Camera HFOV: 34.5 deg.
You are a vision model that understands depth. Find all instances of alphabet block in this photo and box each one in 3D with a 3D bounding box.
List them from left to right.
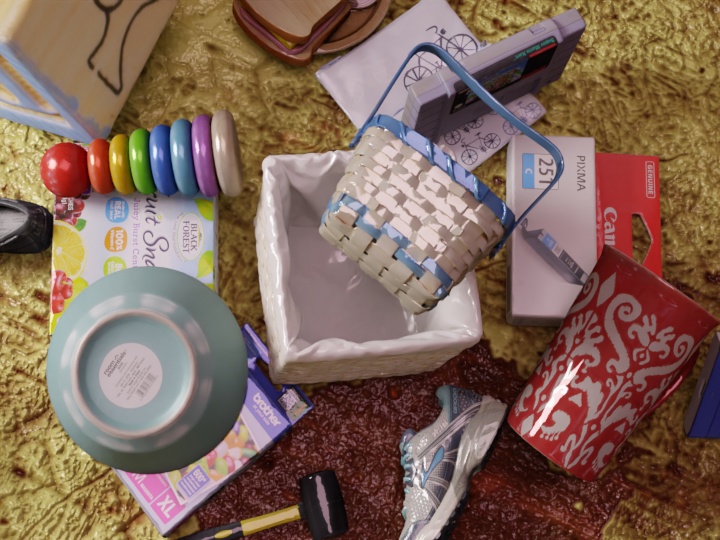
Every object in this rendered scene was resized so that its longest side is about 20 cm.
[{"bbox_3d":[-0.327,-0.274,1.165,0.194,0.196,0.203,17,72,24],"label":"alphabet block"}]

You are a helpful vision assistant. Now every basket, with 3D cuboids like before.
[{"bbox_3d":[0.000,0.000,1.148,0.196,0.161,0.202,-5,75,-12],"label":"basket"},{"bbox_3d":[0.064,-0.080,1.026,0.176,0.139,0.201,40,79,0],"label":"basket"}]

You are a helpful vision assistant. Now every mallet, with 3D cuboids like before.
[{"bbox_3d":[-0.107,0.263,1.149,0.197,0.041,0.067,-23,80,-4],"label":"mallet"}]

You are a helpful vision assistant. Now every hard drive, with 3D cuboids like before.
[{"bbox_3d":[0.441,0.122,1.176,0.196,0.134,0.026,3,39,-3],"label":"hard drive"}]

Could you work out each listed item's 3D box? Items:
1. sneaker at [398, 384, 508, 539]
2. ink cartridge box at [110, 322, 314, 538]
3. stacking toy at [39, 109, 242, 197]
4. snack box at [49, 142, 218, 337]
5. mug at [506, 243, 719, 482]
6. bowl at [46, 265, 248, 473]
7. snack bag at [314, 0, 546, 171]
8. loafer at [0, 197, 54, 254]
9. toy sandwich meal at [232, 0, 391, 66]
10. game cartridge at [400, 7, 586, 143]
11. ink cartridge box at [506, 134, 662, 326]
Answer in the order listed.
[{"bbox_3d":[0.071,0.207,1.162,0.085,0.078,0.202,25,68,15],"label":"sneaker"},{"bbox_3d":[-0.155,0.156,1.170,0.199,0.042,0.120,-39,81,-14],"label":"ink cartridge box"},{"bbox_3d":[-0.218,-0.104,1.150,0.196,0.085,0.087,-8,75,-1],"label":"stacking toy"},{"bbox_3d":[-0.230,-0.027,1.197,0.165,0.068,0.204,0,76,-4],"label":"snack box"},{"bbox_3d":[0.259,0.106,1.148,0.176,0.133,0.202,32,96,-16],"label":"mug"},{"bbox_3d":[-0.205,0.095,1.090,0.197,0.105,0.205,0,87,-5],"label":"bowl"},{"bbox_3d":[0.077,-0.197,1.287,0.187,0.021,0.201,-36,80,-11],"label":"snack bag"},{"bbox_3d":[-0.411,-0.046,1.179,0.196,0.070,0.069,-2,76,8],"label":"loafer"},{"bbox_3d":[-0.056,-0.331,1.287,0.201,0.070,0.209,1,75,-4],"label":"toy sandwich meal"},{"bbox_3d":[0.136,-0.196,1.213,0.198,0.130,0.039,-27,81,-11],"label":"game cartridge"},{"bbox_3d":[0.244,-0.041,1.245,0.173,0.045,0.204,2,75,-2],"label":"ink cartridge box"}]
